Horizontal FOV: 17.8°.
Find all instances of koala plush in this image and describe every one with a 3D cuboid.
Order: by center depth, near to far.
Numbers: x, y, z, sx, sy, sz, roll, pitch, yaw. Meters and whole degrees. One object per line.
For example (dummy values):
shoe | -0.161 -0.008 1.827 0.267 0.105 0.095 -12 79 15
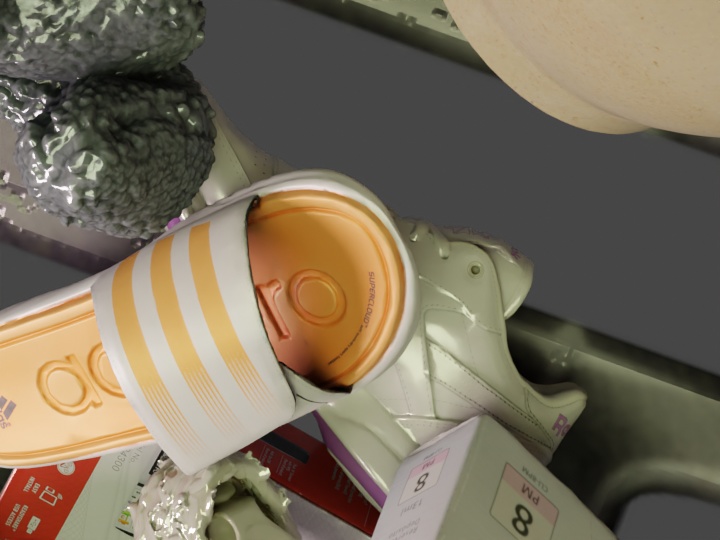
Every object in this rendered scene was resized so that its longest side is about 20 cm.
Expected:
koala plush | -0.111 -0.130 0.688 0.183 0.200 0.178 35 93 13

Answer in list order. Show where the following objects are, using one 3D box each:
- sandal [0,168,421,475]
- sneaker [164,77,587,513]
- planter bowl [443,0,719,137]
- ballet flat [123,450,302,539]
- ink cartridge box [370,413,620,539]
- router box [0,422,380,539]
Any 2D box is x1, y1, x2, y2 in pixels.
sandal | -0.071 0.036 0.767 0.205 0.059 0.080 -23 107 30
sneaker | 0.000 0.000 0.818 0.099 0.075 0.200 -39 101 1
planter bowl | 0.101 -0.123 0.694 0.200 0.201 0.134 46 138 -10
ballet flat | -0.021 0.152 0.782 0.071 0.072 0.201 -27 85 18
ink cartridge box | 0.057 0.167 0.728 0.162 0.201 0.057 44 125 -17
router box | -0.070 0.147 0.884 0.178 0.049 0.201 29 112 -2
